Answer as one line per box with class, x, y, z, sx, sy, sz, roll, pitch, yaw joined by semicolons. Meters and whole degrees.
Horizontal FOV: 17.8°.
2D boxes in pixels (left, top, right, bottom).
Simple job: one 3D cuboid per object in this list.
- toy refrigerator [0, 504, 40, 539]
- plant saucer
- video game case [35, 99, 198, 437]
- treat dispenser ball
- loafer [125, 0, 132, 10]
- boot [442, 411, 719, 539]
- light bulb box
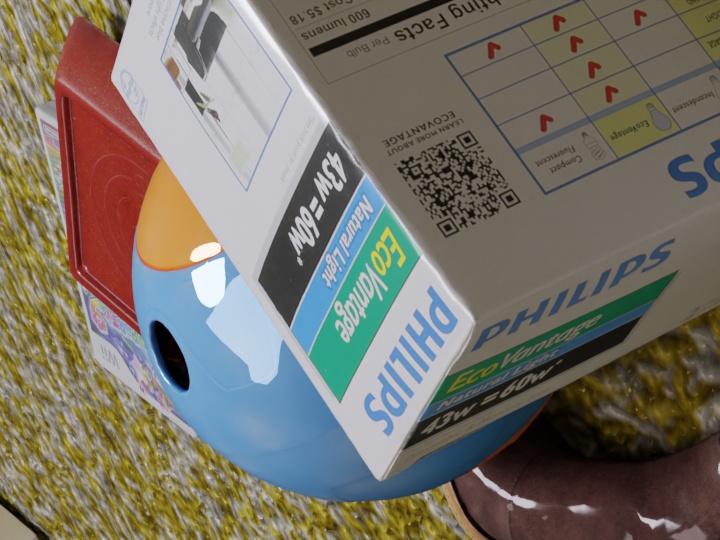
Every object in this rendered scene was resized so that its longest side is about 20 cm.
toy refrigerator;-0.339;0.241;2.030;0.200;0.070;0.076;27;142;54
plant saucer;-0.121;-0.024;1.379;0.200;0.037;0.200;37;142;34
video game case;-0.156;-0.002;1.515;0.143;0.018;0.201;31;139;49
treat dispenser ball;0.000;0.000;1.005;0.201;0.200;0.201;44;147;37
loafer;-0.086;-0.118;1.209;0.071;0.073;0.201;-8;106;62
boot;0.123;0.102;1.043;0.200;0.072;0.166;60;142;12
light bulb box;0.046;-0.063;0.859;0.200;0.198;0.125;56;151;19
